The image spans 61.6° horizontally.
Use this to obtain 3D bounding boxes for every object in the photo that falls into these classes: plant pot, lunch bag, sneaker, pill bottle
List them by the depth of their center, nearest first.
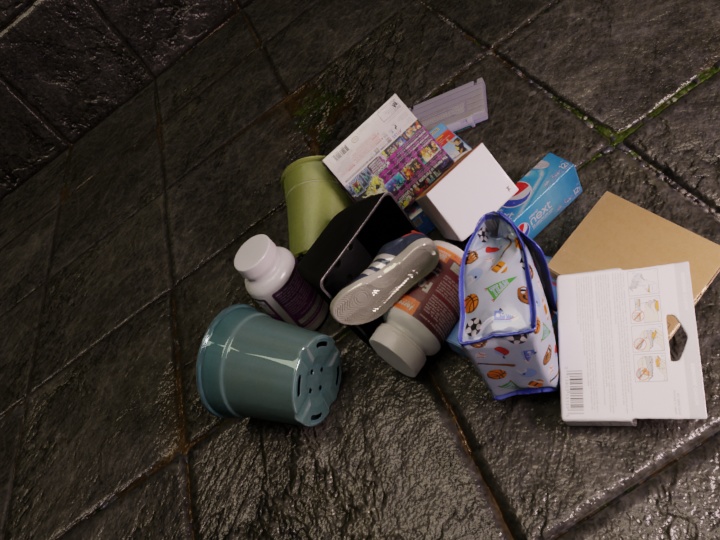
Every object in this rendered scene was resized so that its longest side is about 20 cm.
[{"bbox_3d":[0.207,0.044,0.835,0.120,0.171,0.205,-12,49,21],"label":"lunch bag"},{"bbox_3d":[0.033,0.008,0.970,0.197,0.076,0.085,-33,31,1],"label":"sneaker"},{"bbox_3d":[0.106,0.063,0.995,0.112,0.115,0.202,19,66,45],"label":"pill bottle"},{"bbox_3d":[-0.148,0.173,1.045,0.191,0.202,0.204,7,57,31],"label":"plant pot"},{"bbox_3d":[0.000,0.000,1.088,0.202,0.200,0.175,-53,31,-17],"label":"plant pot"},{"bbox_3d":[-0.152,0.028,1.157,0.109,0.201,0.115,-19,43,20],"label":"pill bottle"},{"bbox_3d":[-0.078,-0.093,1.245,0.194,0.200,0.196,-12,59,27],"label":"plant pot"}]

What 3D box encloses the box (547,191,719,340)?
[{"bbox_3d":[0.398,-0.012,0.877,0.164,0.021,0.199,-47,53,-9],"label":"box"}]

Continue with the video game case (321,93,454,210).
[{"bbox_3d":[0.053,-0.208,1.171,0.199,0.036,0.182,-42,82,-4],"label":"video game case"}]

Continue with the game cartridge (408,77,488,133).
[{"bbox_3d":[0.192,-0.352,1.368,0.194,0.038,0.133,-16,49,25],"label":"game cartridge"}]

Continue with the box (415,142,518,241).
[{"bbox_3d":[0.176,-0.130,1.048,0.124,0.098,0.200,-41,3,3],"label":"box"}]

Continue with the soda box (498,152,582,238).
[{"bbox_3d":[0.286,-0.105,1.045,0.199,0.068,0.064,-43,40,-3],"label":"soda box"}]

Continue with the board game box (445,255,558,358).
[{"bbox_3d":[0.246,0.064,0.947,0.149,0.037,0.202,23,69,45],"label":"board game box"}]

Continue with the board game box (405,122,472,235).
[{"bbox_3d":[0.141,-0.186,1.238,0.198,0.056,0.197,-37,40,4],"label":"board game box"}]

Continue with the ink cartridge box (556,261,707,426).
[{"bbox_3d":[0.350,0.098,0.796,0.169,0.043,0.207,-8,65,31],"label":"ink cartridge box"}]
